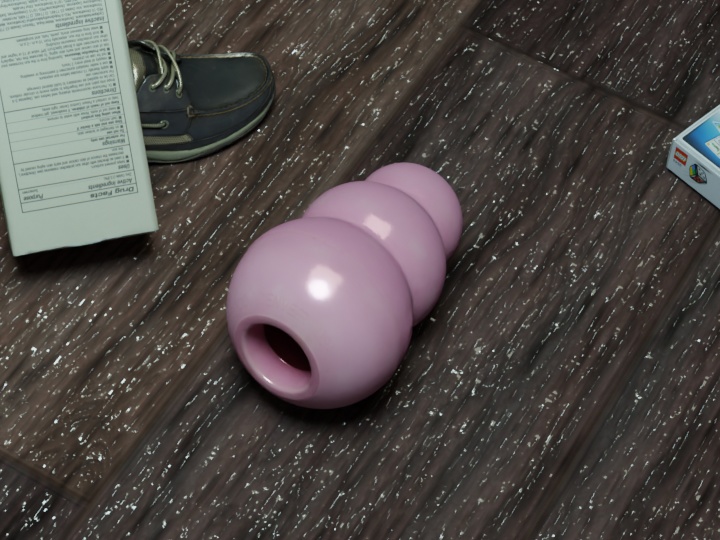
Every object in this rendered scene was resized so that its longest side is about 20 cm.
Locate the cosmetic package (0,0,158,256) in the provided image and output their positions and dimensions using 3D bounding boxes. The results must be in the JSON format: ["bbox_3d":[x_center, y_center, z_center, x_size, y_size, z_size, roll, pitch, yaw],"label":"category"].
[{"bbox_3d":[-0.203,-0.119,1.316,0.104,0.202,0.071,-9,11,-10],"label":"cosmetic package"}]

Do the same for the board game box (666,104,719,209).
[{"bbox_3d":[0.335,-0.057,1.401,0.126,0.035,0.200,-34,61,-26],"label":"board game box"}]

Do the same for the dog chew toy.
[{"bbox_3d":[0.000,0.000,1.290,0.124,0.125,0.200,29,48,18],"label":"dog chew toy"}]

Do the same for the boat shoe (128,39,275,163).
[{"bbox_3d":[-0.153,-0.121,1.396,0.198,0.074,0.075,-18,56,-16],"label":"boat shoe"}]
